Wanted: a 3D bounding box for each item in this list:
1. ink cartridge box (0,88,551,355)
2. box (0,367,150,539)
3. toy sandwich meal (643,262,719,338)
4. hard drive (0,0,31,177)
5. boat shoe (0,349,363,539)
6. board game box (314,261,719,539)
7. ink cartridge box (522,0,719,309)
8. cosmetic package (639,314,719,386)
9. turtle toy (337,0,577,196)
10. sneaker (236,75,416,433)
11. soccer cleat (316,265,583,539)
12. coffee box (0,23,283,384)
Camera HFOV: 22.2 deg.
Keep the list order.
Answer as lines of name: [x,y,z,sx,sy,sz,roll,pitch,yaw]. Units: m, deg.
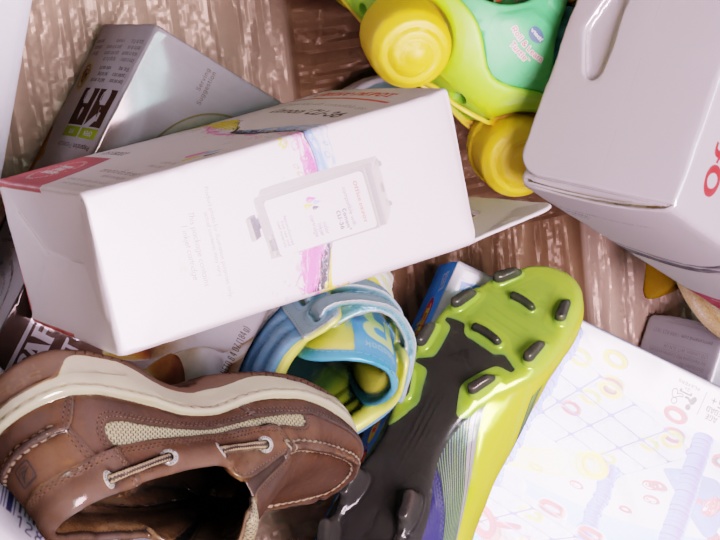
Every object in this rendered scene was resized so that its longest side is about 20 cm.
ink cartridge box: [-0.034,-0.030,0.761,0.199,0.116,0.068,-17,103,-25]
box: [-0.171,0.172,0.770,0.200,0.105,0.184,-35,117,14]
toy sandwich meal: [0.213,-0.057,0.983,0.205,0.070,0.206,-6,100,-35]
hard drive: [-0.205,-0.085,0.770,0.132,0.027,0.201,15,81,-43]
boat shoe: [-0.066,0.087,0.741,0.202,0.075,0.075,10,133,-49]
board game box: [0.092,0.126,0.943,0.199,0.056,0.196,25,84,-5]
ink cartridge box: [0.176,-0.067,0.836,0.200,0.083,0.147,26,82,-49]
cosmetic package: [0.188,0.135,1.035,0.101,0.074,0.201,18,87,-30]
turtle toy: [0.043,-0.134,0.839,0.101,0.146,0.200,-41,118,10]
sneaker: [0.000,0.000,0.872,0.079,0.130,0.200,30,82,-28]
soccer cleat: [0.045,0.084,0.887,0.200,0.065,0.084,-55,149,-21]
coffee box: [-0.107,0.002,0.840,0.114,0.080,0.200,31,82,-27]
